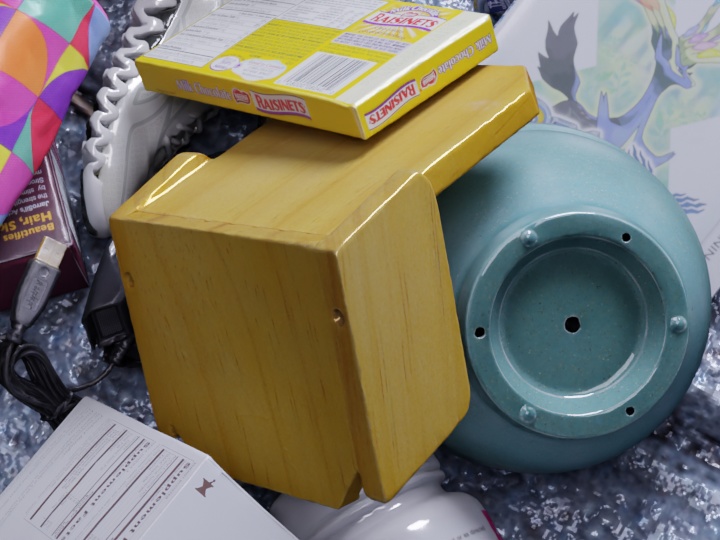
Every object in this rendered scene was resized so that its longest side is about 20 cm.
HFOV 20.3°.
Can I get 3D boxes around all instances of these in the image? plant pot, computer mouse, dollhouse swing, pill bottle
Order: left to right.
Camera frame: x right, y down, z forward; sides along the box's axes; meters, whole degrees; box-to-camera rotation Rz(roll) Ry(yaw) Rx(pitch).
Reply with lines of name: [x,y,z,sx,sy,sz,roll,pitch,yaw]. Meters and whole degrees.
computer mouse: [-0.143,0.000,1.143,0.046,0.140,0.200,22,76,34]
dollhouse swing: [0.000,0.000,1.059,0.176,0.200,0.182,-22,109,-36]
pill bottle: [0.040,0.191,1.085,0.113,0.113,0.200,-30,75,-7]
plant pot: [0.104,0.022,1.089,0.200,0.134,0.200,-1,96,-7]

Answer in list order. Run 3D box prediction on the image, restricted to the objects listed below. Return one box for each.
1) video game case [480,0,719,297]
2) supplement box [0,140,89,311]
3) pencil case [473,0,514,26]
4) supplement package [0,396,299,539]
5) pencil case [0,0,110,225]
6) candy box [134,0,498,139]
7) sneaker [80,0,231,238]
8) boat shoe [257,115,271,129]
video game case: [0.165,-0.091,1.163,0.200,0.022,0.182,39,90,-9]
supplement box: [-0.239,-0.078,1.187,0.110,0.086,0.200,-15,73,-4]
pencil case: [0.138,-0.228,1.228,0.083,0.091,0.200,31,73,-31]
supplement package: [-0.110,0.153,1.042,0.114,0.200,0.110,44,77,-21]
pencil case: [-0.212,-0.072,1.100,0.088,0.088,0.200,23,77,8]
candy box: [-0.029,-0.118,1.101,0.102,0.026,0.200,-34,31,-29]
sneaker: [-0.113,-0.109,1.206,0.081,0.075,0.200,20,75,-2]
boat shoe: [-0.022,-0.041,1.184,0.074,0.076,0.200,-3,81,-5]
